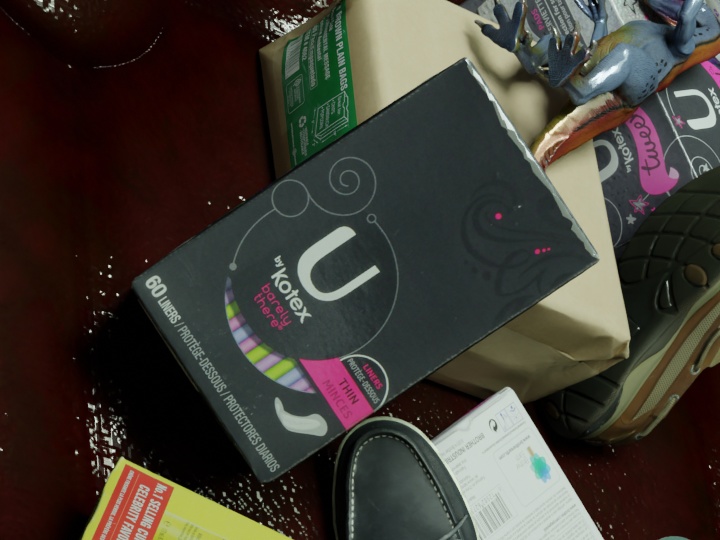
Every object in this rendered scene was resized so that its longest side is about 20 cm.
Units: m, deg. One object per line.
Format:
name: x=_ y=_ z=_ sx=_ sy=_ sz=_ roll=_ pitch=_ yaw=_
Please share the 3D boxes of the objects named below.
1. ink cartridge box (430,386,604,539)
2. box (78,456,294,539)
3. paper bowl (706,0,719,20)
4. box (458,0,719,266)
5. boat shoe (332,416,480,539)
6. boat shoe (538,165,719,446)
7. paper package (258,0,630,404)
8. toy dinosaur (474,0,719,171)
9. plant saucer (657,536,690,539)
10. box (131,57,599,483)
ink cartridge box: x=0.097 y=0.174 z=1.349 sx=0.200 sy=0.042 sz=0.119 roll=57 pitch=36 yaw=3
box: x=-0.039 y=0.165 z=1.135 sx=0.199 sy=0.050 sz=0.075 roll=26 pitch=40 yaw=-3
paper bowl: x=0.267 y=-0.176 z=1.748 sx=0.200 sy=0.104 sz=0.201 roll=28 pitch=45 yaw=-32
box: x=0.162 y=-0.106 z=1.552 sx=0.115 sy=0.132 sz=0.201 roll=-10 pitch=71 yaw=-50
boat shoe: x=0.028 y=0.164 z=1.243 sx=0.062 sy=0.074 sz=0.201 roll=79 pitch=1 yaw=-66
boat shoe: x=0.189 y=0.023 z=1.454 sx=0.074 sy=0.200 sz=0.076 roll=28 pitch=18 yaw=-42
paper package: x=0.047 y=-0.044 z=1.402 sx=0.190 sy=0.103 sz=0.201 roll=21 pitch=50 yaw=-39
toy dinosaur: x=0.149 y=-0.123 z=1.432 sx=0.181 sy=0.105 sz=0.201 roll=10 pitch=96 yaw=-48
plant saucer: x=0.195 y=0.247 z=1.357 sx=0.200 sy=0.036 sz=0.201 roll=17 pitch=69 yaw=-53
box: x=0.000 y=0.000 z=1.219 sx=0.122 sy=0.200 sz=0.106 roll=56 pitch=-3 yaw=-2
